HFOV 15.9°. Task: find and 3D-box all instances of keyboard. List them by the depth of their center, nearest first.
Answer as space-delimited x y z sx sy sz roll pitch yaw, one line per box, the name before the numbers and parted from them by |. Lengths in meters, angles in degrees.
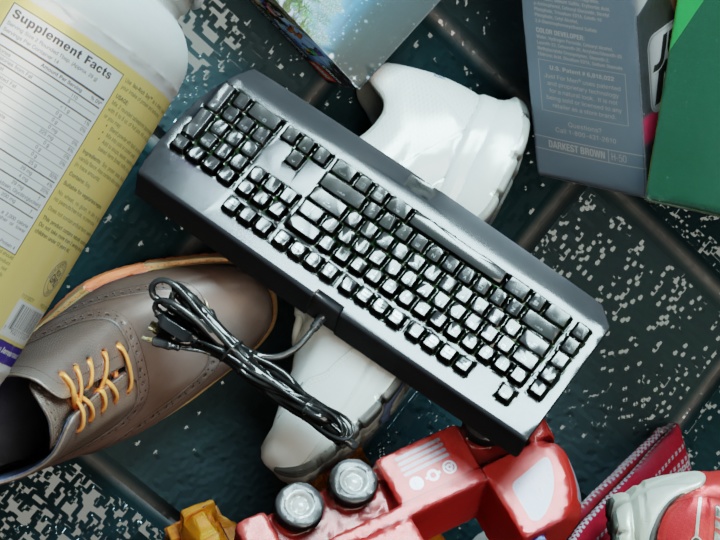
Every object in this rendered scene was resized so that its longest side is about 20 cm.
keyboard | -0.009 0.009 1.067 0.200 0.021 0.127 34 72 10

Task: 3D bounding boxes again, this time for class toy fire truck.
toy fire truck | 0.017 0.148 1.062 0.200 0.049 0.141 -23 68 -17

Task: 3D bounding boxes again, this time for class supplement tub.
supplement tub | -0.157 -0.066 1.003 0.145 0.145 0.200 32 86 -24

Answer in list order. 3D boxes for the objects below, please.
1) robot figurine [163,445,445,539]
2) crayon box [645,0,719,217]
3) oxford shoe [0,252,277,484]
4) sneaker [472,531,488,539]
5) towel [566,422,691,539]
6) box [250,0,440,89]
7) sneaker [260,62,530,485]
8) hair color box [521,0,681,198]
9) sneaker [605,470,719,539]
robot figurine | 0.002 0.177 1.106 0.145 0.058 0.200 -25 69 -17
crayon box | 0.208 -0.107 1.143 0.200 0.058 0.173 0 101 -56
oxford shoe | -0.117 0.052 1.078 0.200 0.073 0.071 -26 107 -17
sneaker | 0.086 0.212 1.200 0.088 0.075 0.200 -7 99 -42
towel | 0.141 0.190 1.197 0.145 0.022 0.200 -37 116 -50
box | 0.014 -0.197 1.110 0.200 0.038 0.137 -48 113 -9
sneaker | 0.000 0.000 1.117 0.087 0.075 0.200 26 70 0
hair color box | 0.118 -0.144 1.104 0.099 0.061 0.200 -38 131 -43
sneaker | 0.175 0.175 1.138 0.085 0.077 0.200 -19 115 11
